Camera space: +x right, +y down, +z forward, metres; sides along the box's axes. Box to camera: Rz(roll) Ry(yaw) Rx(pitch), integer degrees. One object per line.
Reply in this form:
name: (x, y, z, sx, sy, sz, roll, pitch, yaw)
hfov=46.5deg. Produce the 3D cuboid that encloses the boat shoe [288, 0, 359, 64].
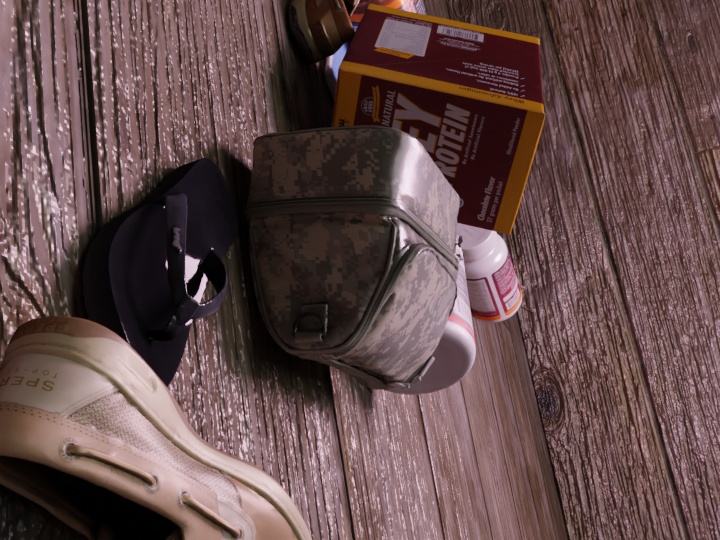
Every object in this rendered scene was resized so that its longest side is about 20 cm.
boat shoe: (-0.033, -0.305, 0.926, 0.076, 0.073, 0.202, 59, 22, -49)

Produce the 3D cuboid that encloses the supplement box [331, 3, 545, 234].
supplement box: (0.078, -0.163, 0.871, 0.201, 0.195, 0.134, -74, 176, -54)

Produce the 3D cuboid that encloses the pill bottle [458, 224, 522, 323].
pill bottle: (0.229, -0.003, 1.565, 0.110, 0.108, 0.201, -89, 159, -46)

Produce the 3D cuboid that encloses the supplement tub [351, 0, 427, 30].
supplement tub: (0.031, -0.326, 1.074, 0.201, 0.106, 0.108, 62, 19, -45)

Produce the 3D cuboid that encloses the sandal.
sandal: (-0.097, -0.012, 0.458, 0.201, 0.042, 0.077, -82, 153, -57)

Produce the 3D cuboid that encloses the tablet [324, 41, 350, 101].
tablet: (-0.016, -0.244, 1.058, 0.201, 0.014, 0.131, -87, 158, -47)

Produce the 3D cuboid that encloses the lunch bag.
lunch bag: (0.000, 0.000, 0.657, 0.200, 0.138, 0.170, 37, 57, -67)

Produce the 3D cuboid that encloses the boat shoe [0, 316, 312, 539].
boat shoe: (-0.085, 0.106, 0.354, 0.201, 0.071, 0.065, 55, 30, -36)

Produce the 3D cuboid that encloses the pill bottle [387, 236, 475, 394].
pill bottle: (0.051, 0.014, 0.855, 0.116, 0.115, 0.201, 60, 20, -45)
